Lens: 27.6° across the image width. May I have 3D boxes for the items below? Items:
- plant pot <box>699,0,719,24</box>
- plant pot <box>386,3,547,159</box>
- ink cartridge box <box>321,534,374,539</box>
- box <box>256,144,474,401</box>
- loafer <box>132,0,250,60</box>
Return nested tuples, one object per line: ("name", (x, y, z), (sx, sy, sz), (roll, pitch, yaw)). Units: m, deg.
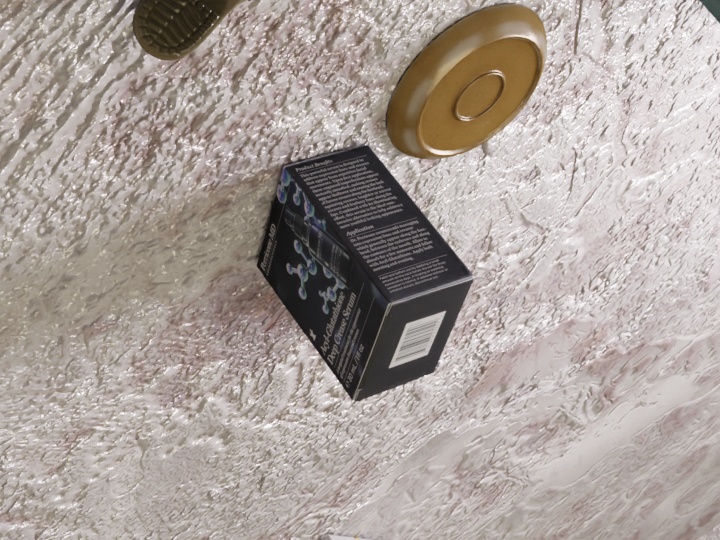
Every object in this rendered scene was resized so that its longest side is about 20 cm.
("plant pot", (0.445, -0.306, 1.534), (0.200, 0.196, 0.200), (-27, 148, -18))
("plant pot", (0.117, -0.186, 1.516), (0.200, 0.028, 0.200), (-28, 150, -18))
("ink cartridge box", (0.008, 0.471, 2.232), (0.068, 0.115, 0.200), (-45, 150, 13))
("box", (0.000, 0.000, 1.470), (0.107, 0.200, 0.149), (-17, 144, -31))
("loafer", (-0.107, -0.242, 1.149), (0.200, 0.067, 0.076), (-42, 110, -16))
